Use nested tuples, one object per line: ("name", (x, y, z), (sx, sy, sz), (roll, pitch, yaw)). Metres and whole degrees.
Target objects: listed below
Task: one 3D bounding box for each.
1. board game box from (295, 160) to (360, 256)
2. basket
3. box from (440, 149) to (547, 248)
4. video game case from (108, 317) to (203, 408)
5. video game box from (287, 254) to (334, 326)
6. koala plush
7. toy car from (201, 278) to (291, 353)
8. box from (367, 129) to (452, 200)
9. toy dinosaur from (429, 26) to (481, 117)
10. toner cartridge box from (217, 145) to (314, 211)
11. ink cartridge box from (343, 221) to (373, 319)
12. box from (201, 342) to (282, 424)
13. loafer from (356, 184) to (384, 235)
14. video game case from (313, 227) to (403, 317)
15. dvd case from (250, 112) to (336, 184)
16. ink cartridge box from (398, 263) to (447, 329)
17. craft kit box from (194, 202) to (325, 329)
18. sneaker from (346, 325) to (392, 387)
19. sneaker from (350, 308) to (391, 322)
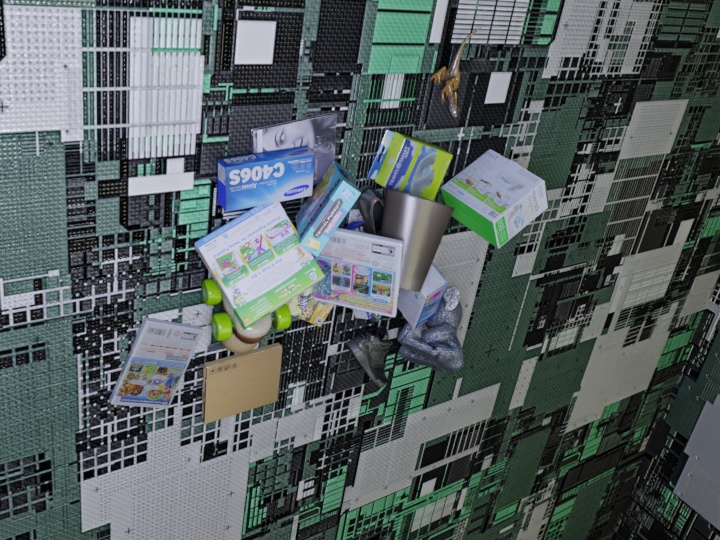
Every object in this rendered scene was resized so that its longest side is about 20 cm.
("board game box", (-0.071, -0.132, 1.540), (0.046, 0.200, 0.152), (32, 102, -16))
("basket", (0.108, -0.065, 1.703), (0.177, 0.135, 0.205), (13, 95, -33))
("box", (0.329, -0.183, 1.857), (0.175, 0.199, 0.098), (-37, 136, -14))
("video game case", (-0.433, 0.200, 1.602), (0.141, 0.018, 0.203), (15, 107, -45))
("video game box", (-0.107, 0.014, 1.733), (0.181, 0.047, 0.202), (26, 99, -44))
("koala plush", (0.214, 0.150, 2.015), (0.178, 0.180, 0.203), (82, 30, -66))
("toy car", (-0.263, 0.112, 1.633), (0.161, 0.160, 0.201), (-8, 150, -28))
("box", (0.118, -0.242, 1.750), (0.197, 0.047, 0.124), (8, 111, -44))
("toy dinosaur", (0.207, -0.444, 1.697), (0.106, 0.059, 0.204), (-40, 147, -47))
("toner cartridge box", (-0.188, -0.185, 1.510), (0.196, 0.043, 0.097), (-15, 128, -30))
("ink cartridge box", (0.000, 0.000, 1.730), (0.094, 0.044, 0.204), (-40, 121, -39))
("box", (-0.278, 0.265, 1.772), (0.196, 0.021, 0.167), (-13, 125, -34))
("loafer", (0.046, -0.111, 1.765), (0.072, 0.063, 0.201), (-41, 136, -10))
("video game case", (-0.008, 0.001, 1.656), (0.024, 0.195, 0.186), (-58, 156, -57))
("dvd case", (-0.136, -0.237, 1.561), (0.197, 0.016, 0.152), (-18, 128, -30))
("ink cartridge box", (0.131, 0.048, 1.861), (0.075, 0.137, 0.201), (-27, 156, -23))
("craft kit box", (-0.204, -0.018, 1.537), (0.198, 0.200, 0.049), (-31, 173, -18))
("sneaker", (0.048, 0.224, 1.981), (0.113, 0.076, 0.201), (-36, 130, -6))
("sneaker", (0.019, 0.078, 1.828), (0.072, 0.080, 0.199), (-57, 150, 9))
